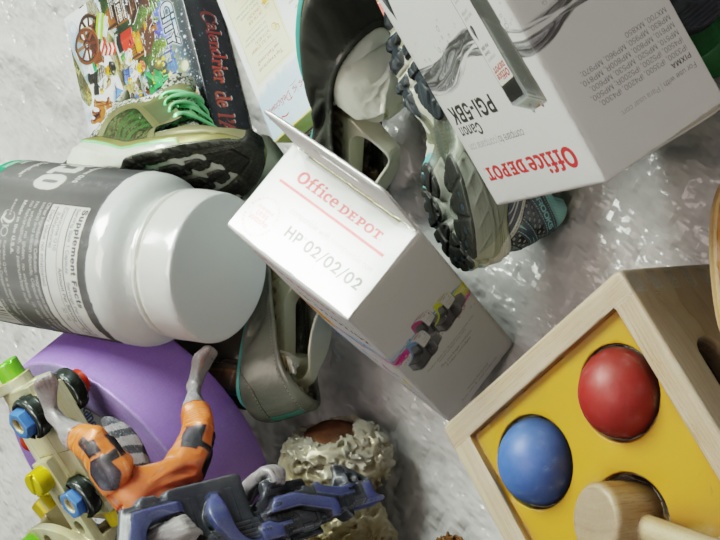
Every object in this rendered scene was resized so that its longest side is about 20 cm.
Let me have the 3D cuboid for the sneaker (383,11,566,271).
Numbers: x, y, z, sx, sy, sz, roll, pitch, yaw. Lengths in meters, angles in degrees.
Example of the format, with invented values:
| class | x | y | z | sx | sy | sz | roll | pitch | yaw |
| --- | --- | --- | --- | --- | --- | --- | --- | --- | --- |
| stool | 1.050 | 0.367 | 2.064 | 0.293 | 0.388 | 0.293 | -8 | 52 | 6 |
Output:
| class | x | y | z | sx | sy | sz | roll | pitch | yaw |
| --- | --- | --- | --- | --- | --- | --- | --- | --- | --- |
| sneaker | 0.072 | -0.107 | 1.003 | 0.077 | 0.086 | 0.202 | 13 | 115 | 64 |

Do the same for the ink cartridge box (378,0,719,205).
| class | x | y | z | sx | sy | sz | roll | pitch | yaw |
| --- | --- | --- | --- | --- | --- | --- | --- | --- | --- |
| ink cartridge box | 0.079 | -0.142 | 0.876 | 0.201 | 0.082 | 0.147 | 59 | 163 | -7 |

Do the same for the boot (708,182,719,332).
| class | x | y | z | sx | sy | sz | roll | pitch | yaw |
| --- | --- | --- | --- | --- | --- | --- | --- | --- | --- |
| boot | 0.251 | -0.047 | 0.833 | 0.143 | 0.070 | 0.204 | -1 | 77 | 54 |

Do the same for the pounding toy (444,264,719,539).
| class | x | y | z | sx | sy | sz | roll | pitch | yaw |
| --- | --- | --- | --- | --- | --- | --- | --- | --- | --- |
| pounding toy | 0.161 | 0.116 | 0.898 | 0.184 | 0.141 | 0.201 | -46 | 62 | 35 |

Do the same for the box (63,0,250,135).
| class | x | y | z | sx | sy | sz | roll | pitch | yaw |
| --- | --- | --- | --- | --- | --- | --- | --- | --- | --- |
| box | -0.147 | -0.120 | 1.249 | 0.136 | 0.037 | 0.202 | -24 | 76 | 42 |

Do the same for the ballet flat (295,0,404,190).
| class | x | y | z | sx | sy | sz | roll | pitch | yaw |
| --- | --- | --- | --- | --- | --- | --- | --- | --- | --- |
| ballet flat | 0.001 | -0.104 | 1.061 | 0.068 | 0.068 | 0.201 | 33 | 148 | 24 |

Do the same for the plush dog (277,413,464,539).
| class | x | y | z | sx | sy | sz | roll | pitch | yaw |
| --- | --- | --- | --- | --- | --- | --- | --- | --- | --- |
| plush dog | -0.020 | 0.217 | 1.081 | 0.171 | 0.199 | 0.162 | 31 | 146 | 48 |

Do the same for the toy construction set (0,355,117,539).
| class | x | y | z | sx | sy | sz | roll | pitch | yaw |
| --- | --- | --- | --- | --- | --- | --- | --- | --- | --- |
| toy construction set | -0.215 | 0.131 | 1.133 | 0.200 | 0.092 | 0.131 | 48 | 146 | -17 |

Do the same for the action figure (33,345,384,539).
| class | x | y | z | sx | sy | sz | roll | pitch | yaw |
| --- | --- | --- | --- | --- | --- | --- | --- | --- | --- |
| action figure | -0.093 | 0.144 | 1.026 | 0.105 | 0.198 | 0.195 | -50 | 53 | 40 |

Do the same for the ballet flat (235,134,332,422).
| class | x | y | z | sx | sy | sz | roll | pitch | yaw |
| --- | --- | --- | --- | --- | --- | --- | --- | --- | --- |
| ballet flat | -0.045 | 0.002 | 1.131 | 0.063 | 0.067 | 0.202 | -10 | 69 | 29 |

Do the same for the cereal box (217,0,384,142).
| class | x | y | z | sx | sy | sz | roll | pitch | yaw |
| --- | --- | --- | --- | --- | --- | --- | --- | --- | --- |
| cereal box | -0.039 | -0.207 | 1.141 | 0.144 | 0.039 | 0.202 | -36 | 69 | 38 |

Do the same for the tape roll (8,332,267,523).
| class | x | y | z | sx | sy | sz | roll | pitch | yaw |
| --- | --- | --- | --- | --- | --- | --- | --- | --- | --- |
| tape roll | -0.156 | 0.130 | 1.192 | 0.199 | 0.066 | 0.201 | 29 | 141 | 27 |

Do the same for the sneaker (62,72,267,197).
| class | x | y | z | sx | sy | sz | roll | pitch | yaw |
| --- | --- | --- | --- | --- | --- | --- | --- | --- | --- |
| sneaker | -0.131 | -0.099 | 1.157 | 0.199 | 0.077 | 0.090 | 2 | 69 | 48 |

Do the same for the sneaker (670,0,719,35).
| class | x | y | z | sx | sy | sz | roll | pitch | yaw |
| --- | --- | --- | --- | --- | --- | --- | --- | --- | --- |
| sneaker | 0.123 | -0.195 | 0.919 | 0.201 | 0.070 | 0.082 | 56 | 159 | 18 |

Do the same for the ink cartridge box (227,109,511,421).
| class | x | y | z | sx | sy | sz | roll | pitch | yaw |
| --- | --- | --- | --- | --- | --- | --- | --- | --- | --- |
| ink cartridge box | 0.000 | 0.000 | 1.004 | 0.115 | 0.200 | 0.068 | 36 | 83 | 36 |

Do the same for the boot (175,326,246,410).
| class | x | y | z | sx | sy | sz | roll | pitch | yaw |
| --- | --- | --- | --- | --- | --- | --- | --- | --- | --- |
| boot | -0.121 | 0.043 | 1.229 | 0.199 | 0.074 | 0.098 | 4 | 76 | 45 |

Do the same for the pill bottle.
| class | x | y | z | sx | sy | sz | roll | pitch | yaw |
| --- | --- | --- | --- | --- | --- | --- | --- | --- | --- |
| pill bottle | -0.166 | -0.011 | 1.115 | 0.198 | 0.113 | 0.115 | 7 | 97 | 36 |

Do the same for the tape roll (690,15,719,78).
| class | x | y | z | sx | sy | sz | roll | pitch | yaw |
| --- | --- | --- | --- | --- | --- | --- | --- | --- | --- |
| tape roll | 0.163 | -0.204 | 0.943 | 0.199 | 0.048 | 0.203 | 3 | 95 | 43 |
